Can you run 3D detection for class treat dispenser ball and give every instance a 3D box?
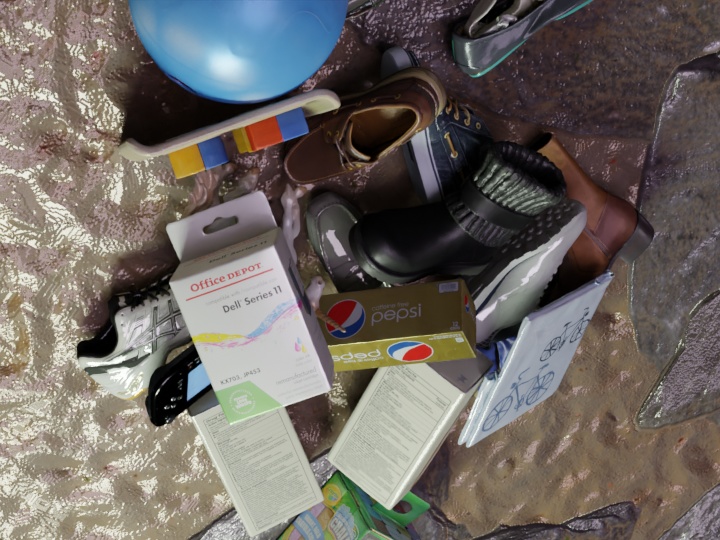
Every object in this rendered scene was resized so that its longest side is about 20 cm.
[{"bbox_3d":[-0.109,-0.252,1.188,0.198,0.201,0.203,-10,122,-17],"label":"treat dispenser ball"}]

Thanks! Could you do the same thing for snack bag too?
[{"bbox_3d":[0.200,0.098,1.512,0.187,0.021,0.202,-23,143,-45],"label":"snack bag"}]

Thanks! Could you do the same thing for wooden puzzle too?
[{"bbox_3d":[-0.127,-0.126,1.265,0.197,0.185,0.047,-16,97,-12],"label":"wooden puzzle"}]

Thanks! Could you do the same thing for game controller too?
[{"bbox_3d":[-0.149,0.087,1.412,0.199,0.042,0.105,-39,169,-28],"label":"game controller"}]

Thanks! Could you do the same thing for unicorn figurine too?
[{"bbox_3d":[-0.099,-0.028,1.374,0.197,0.074,0.139,17,79,-14],"label":"unicorn figurine"}]

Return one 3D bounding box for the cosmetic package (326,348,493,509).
[{"bbox_3d":[0.056,0.162,1.517,0.087,0.103,0.201,-35,160,-53],"label":"cosmetic package"}]

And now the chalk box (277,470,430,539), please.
[{"bbox_3d":[-0.002,0.340,1.623,0.124,0.124,0.200,36,99,-33],"label":"chalk box"}]

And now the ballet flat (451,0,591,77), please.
[{"bbox_3d":[0.177,-0.281,1.378,0.199,0.073,0.073,-35,126,1],"label":"ballet flat"}]

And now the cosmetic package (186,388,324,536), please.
[{"bbox_3d":[-0.124,0.198,1.518,0.102,0.073,0.202,-24,124,-8],"label":"cosmetic package"}]

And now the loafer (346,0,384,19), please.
[{"bbox_3d":[0.022,-0.288,1.307,0.199,0.072,0.063,-36,132,-3],"label":"loafer"}]

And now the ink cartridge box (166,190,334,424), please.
[{"bbox_3d":[-0.113,0.036,1.310,0.116,0.067,0.202,-19,105,8],"label":"ink cartridge box"}]

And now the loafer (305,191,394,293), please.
[{"bbox_3d":[0.000,0.000,1.459,0.069,0.070,0.201,-33,126,-2],"label":"loafer"}]

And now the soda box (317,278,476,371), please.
[{"bbox_3d":[0.021,0.062,1.410,0.197,0.065,0.068,-7,151,16],"label":"soda box"}]

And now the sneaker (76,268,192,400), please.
[{"bbox_3d":[-0.218,0.044,1.389,0.087,0.076,0.201,37,97,-30],"label":"sneaker"}]

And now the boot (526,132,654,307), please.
[{"bbox_3d":[0.219,-0.036,1.539,0.199,0.069,0.188,34,113,-28],"label":"boot"}]

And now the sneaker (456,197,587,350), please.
[{"bbox_3d":[0.184,0.001,1.496,0.200,0.077,0.080,-42,118,7],"label":"sneaker"}]

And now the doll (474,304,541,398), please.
[{"bbox_3d":[0.152,0.066,1.575,0.134,0.049,0.202,-6,121,5],"label":"doll"}]

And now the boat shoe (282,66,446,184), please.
[{"bbox_3d":[-0.006,-0.138,1.334,0.199,0.068,0.072,-25,111,32],"label":"boat shoe"}]

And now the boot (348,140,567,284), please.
[{"bbox_3d":[0.101,-0.064,1.381,0.209,0.080,0.158,-6,152,-41],"label":"boot"}]

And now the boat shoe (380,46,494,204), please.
[{"bbox_3d":[0.084,-0.164,1.407,0.090,0.071,0.202,-25,132,-9],"label":"boat shoe"}]
